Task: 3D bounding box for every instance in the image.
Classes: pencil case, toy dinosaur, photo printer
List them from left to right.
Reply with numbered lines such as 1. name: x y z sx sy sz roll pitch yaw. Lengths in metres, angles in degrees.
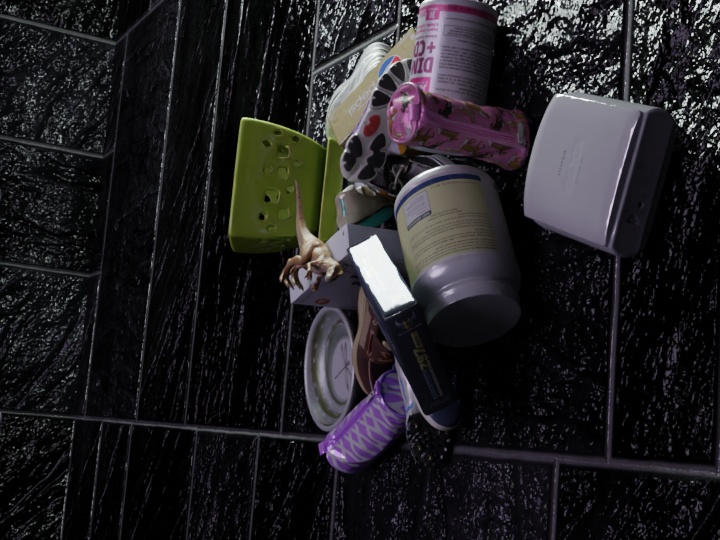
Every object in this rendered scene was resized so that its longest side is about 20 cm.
1. toy dinosaur: -0.074 -0.027 1.681 0.106 0.060 0.201 -48 44 13
2. pencil case: 0.017 0.226 1.704 0.201 0.084 0.085 -54 41 43
3. pencil case: 0.128 -0.184 1.486 0.087 0.197 0.084 -45 45 46
4. photo printer: 0.266 -0.118 1.338 0.200 0.068 0.169 32 110 61

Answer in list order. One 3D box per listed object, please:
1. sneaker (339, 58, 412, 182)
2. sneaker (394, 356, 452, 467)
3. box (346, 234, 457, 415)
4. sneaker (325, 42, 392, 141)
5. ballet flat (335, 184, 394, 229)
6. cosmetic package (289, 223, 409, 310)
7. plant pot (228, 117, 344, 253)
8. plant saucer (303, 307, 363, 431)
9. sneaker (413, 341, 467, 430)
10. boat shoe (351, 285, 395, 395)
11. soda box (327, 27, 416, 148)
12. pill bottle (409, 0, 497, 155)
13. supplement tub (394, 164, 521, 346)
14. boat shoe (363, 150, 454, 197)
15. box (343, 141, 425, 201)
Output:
1. sneaker: 0.027 -0.224 1.686 0.201 0.080 0.083 -54 16 3
2. sneaker: 0.089 0.174 1.614 0.073 0.071 0.203 76 -173 -74
3. box: 0.051 0.066 1.468 0.200 0.050 0.159 -119 6 -60
4. sneaker: -0.010 -0.266 1.876 0.202 0.075 0.116 -60 9 32
5. ballet flat: 0.004 -0.100 1.742 0.200 0.068 0.071 -18 -58 -76
6. cosmetic package: 0.000 0.000 1.734 0.200 0.149 0.052 -40 48 53
7. plant pot: -0.121 -0.129 1.931 0.199 0.178 0.204 125 151 -82
8. plant saucer: -0.033 0.157 1.850 0.199 0.049 0.204 161 111 -63
9. sneaker: 0.117 0.111 1.555 0.084 0.074 0.203 138 134 -57
10. boat shoe: 0.036 0.105 1.692 0.072 0.071 0.203 32 127 48
11. soda box: 0.042 -0.267 1.757 0.200 0.064 0.068 -44 46 22
12. pill bottle: 0.125 -0.269 1.611 0.113 0.112 0.204 5 86 63
13. supplement tub: 0.128 -0.019 1.496 0.145 0.143 0.202 -51 40 44
14. boat shoe: 0.063 -0.137 1.705 0.198 0.063 0.072 13 109 47
15. box: 0.032 -0.166 1.844 0.201 0.041 0.120 -57 36 43
